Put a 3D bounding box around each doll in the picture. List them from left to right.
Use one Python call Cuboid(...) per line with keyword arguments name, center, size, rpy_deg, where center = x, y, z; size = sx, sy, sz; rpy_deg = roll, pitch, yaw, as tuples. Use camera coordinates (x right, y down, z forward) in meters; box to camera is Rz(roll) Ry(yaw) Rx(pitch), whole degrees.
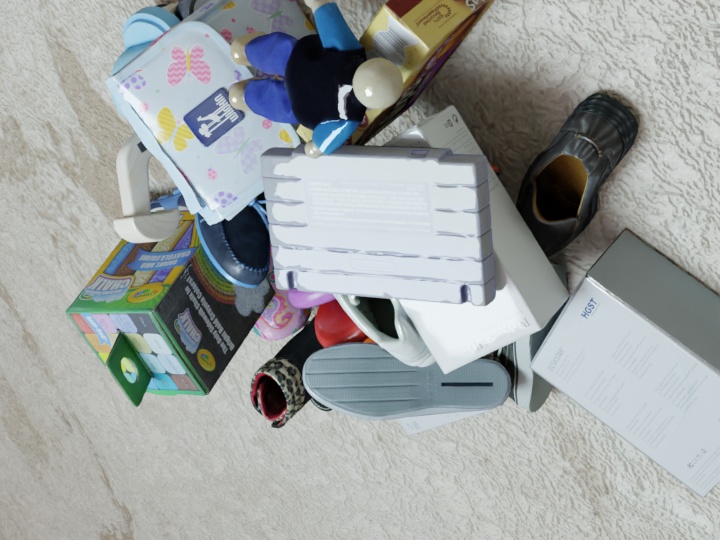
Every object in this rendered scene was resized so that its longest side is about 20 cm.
Cuboid(name="doll", center=(-0.038, -0.161, 1.140), size=(0.200, 0.048, 0.137), rpy_deg=(18, 108, 51))

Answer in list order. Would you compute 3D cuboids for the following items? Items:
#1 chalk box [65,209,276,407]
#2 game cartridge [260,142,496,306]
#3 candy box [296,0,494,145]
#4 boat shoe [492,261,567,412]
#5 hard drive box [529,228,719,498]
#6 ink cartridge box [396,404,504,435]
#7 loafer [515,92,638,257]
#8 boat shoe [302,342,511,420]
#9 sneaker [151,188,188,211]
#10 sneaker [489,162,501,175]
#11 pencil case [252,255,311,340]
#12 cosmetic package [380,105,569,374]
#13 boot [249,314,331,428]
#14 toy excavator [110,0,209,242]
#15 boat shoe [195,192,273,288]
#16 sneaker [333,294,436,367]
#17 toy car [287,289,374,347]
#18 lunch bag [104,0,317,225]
Cuboid(name="chalk box", center=(-0.202, 0.047, 1.427), size=(0.124, 0.200, 0.125), rpy_deg=(0, 132, 36))
Cuboid(name="game cartridge", center=(0.014, -0.041, 1.164), size=(0.200, 0.038, 0.130), rpy_deg=(5, 108, 26))
Cuboid(name="candy box", center=(0.031, -0.179, 1.191), size=(0.056, 0.117, 0.200), rpy_deg=(45, 145, 3))
Cuboid(name="boat shoe", center=(0.153, 0.060, 1.344), size=(0.064, 0.071, 0.200), rpy_deg=(27, 143, 24))
Cuboid(name="hard drive box", center=(0.270, 0.085, 1.241), size=(0.200, 0.077, 0.156), rpy_deg=(37, 144, 11))
Cuboid(name="ink cartridge box", center=(0.081, 0.115, 1.492), size=(0.099, 0.039, 0.200), rpy_deg=(52, 150, -7))
Cuboid(name="loafer", center=(0.167, -0.067, 1.200), size=(0.073, 0.072, 0.200), rpy_deg=(35, 145, 13))
Cuboid(name="boat shoe", center=(0.043, 0.113, 1.346), size=(0.200, 0.074, 0.067), rpy_deg=(7, 170, -3))
Cuboid(name="sneaker", center=(-0.202, -0.056, 1.603), size=(0.074, 0.082, 0.200), rpy_deg=(32, 176, -39))
Cuboid(name="sneaker", center=(0.102, -0.013, 1.286), size=(0.084, 0.075, 0.200), rpy_deg=(21, 127, 48))
Cuboid(name="pencil case", center=(-0.110, -0.020, 1.521), size=(0.087, 0.087, 0.200), rpy_deg=(19, 139, 33))
Cuboid(name="cosmetic package", center=(0.077, -0.026, 1.203), size=(0.113, 0.081, 0.200), rpy_deg=(-31, 93, 34))
Cuboid(name="boot", center=(-0.064, 0.123, 1.558), size=(0.073, 0.154, 0.204), rpy_deg=(35, 143, 16))
Cuboid(name="toy excavator", center=(-0.200, -0.152, 1.383), size=(0.100, 0.200, 0.195), rpy_deg=(-2, 123, 48))
Cuboid(name="boat shoe", center=(-0.126, -0.076, 1.382), size=(0.069, 0.084, 0.200), rpy_deg=(-46, 48, 33))
Cuboid(name="sneaker", center=(0.000, 0.000, 1.257), size=(0.200, 0.070, 0.080), rpy_deg=(49, -167, 23))
Cuboid(name="toy car", center=(-0.005, 0.004, 1.381), size=(0.175, 0.150, 0.200), rpy_deg=(-9, 118, 50))
Cuboid(name="lunch bag", center=(-0.118, -0.160, 1.292), size=(0.127, 0.200, 0.170), rpy_deg=(-19, 110, 53))
